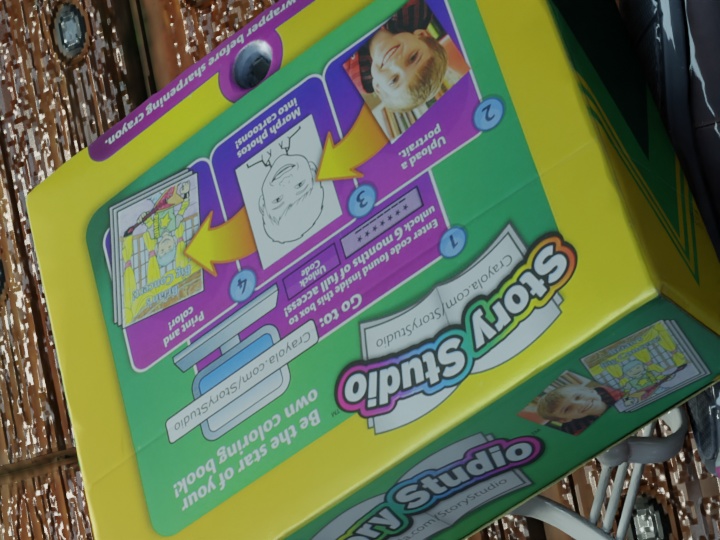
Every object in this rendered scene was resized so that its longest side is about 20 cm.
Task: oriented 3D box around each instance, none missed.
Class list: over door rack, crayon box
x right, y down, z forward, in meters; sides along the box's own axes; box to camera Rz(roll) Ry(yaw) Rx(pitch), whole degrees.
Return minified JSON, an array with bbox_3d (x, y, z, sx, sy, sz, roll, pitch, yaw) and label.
[{"bbox_3d":[0.015,0.054,0.934,0.200,0.066,0.149,43,138,34],"label":"over door rack"},{"bbox_3d":[0.000,0.000,0.843,0.199,0.058,0.173,-34,52,23],"label":"crayon box"}]

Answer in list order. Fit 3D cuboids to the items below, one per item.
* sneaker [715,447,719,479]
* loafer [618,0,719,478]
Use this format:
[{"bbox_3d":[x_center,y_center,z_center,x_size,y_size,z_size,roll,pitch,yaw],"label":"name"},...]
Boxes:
[{"bbox_3d":[0.183,0.025,0.756,0.199,0.074,0.088,-19,48,47],"label":"sneaker"},{"bbox_3d":[0.119,-0.040,0.853,0.072,0.062,0.202,124,138,-84],"label":"loafer"}]
